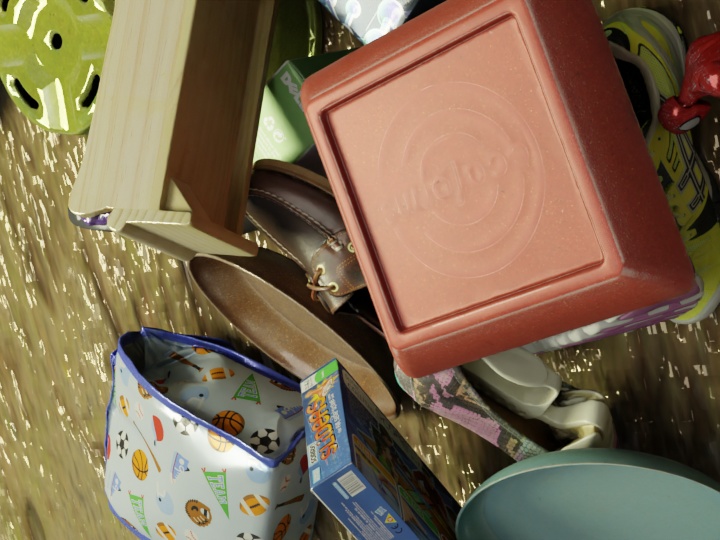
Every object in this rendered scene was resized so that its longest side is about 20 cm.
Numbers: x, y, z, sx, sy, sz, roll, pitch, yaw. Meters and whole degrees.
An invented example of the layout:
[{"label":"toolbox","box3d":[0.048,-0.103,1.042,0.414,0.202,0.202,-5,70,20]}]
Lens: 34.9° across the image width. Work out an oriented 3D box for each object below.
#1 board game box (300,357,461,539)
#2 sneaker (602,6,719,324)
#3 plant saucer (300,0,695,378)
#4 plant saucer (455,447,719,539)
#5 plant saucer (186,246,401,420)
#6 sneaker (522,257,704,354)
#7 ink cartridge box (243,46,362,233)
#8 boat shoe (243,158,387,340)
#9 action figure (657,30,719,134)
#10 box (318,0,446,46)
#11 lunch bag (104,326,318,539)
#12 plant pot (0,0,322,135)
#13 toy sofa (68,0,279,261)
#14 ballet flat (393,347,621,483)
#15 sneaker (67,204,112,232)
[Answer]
[{"label":"board game box","box3d":[0.032,0.170,0.806,0.034,0.135,0.200,-34,113,10]},{"label":"sneaker","box3d":[0.174,-0.059,0.711,0.075,0.076,0.201,-13,98,37]},{"label":"plant saucer","box3d":[0.060,-0.051,0.646,0.199,0.037,0.201,-22,88,36]},{"label":"plant saucer","box3d":[0.164,0.173,0.763,0.199,0.027,0.200,7,139,6]},{"label":"plant saucer","box3d":[-0.043,0.040,0.876,0.200,0.037,0.201,33,161,13]},{"label":"sneaker","box3d":[0.138,0.002,0.718,0.200,0.080,0.089,148,111,-74]},{"label":"ink cartridge box","box3d":[-0.032,-0.108,0.831,0.200,0.104,0.059,-41,79,38]},{"label":"boat shoe","box3d":[0.000,0.000,0.777,0.200,0.070,0.070,31,157,-3]},{"label":"action figure","box3d":[0.260,-0.128,0.629,0.200,0.065,0.099,-39,110,25]},{"label":"box","box3d":[0.011,-0.261,0.749,0.200,0.107,0.149,46,125,15]},{"label":"lunch bag","box3d":[-0.132,0.157,0.980,0.200,0.124,0.170,22,119,22]},{"label":"plant pot","box3d":[-0.162,-0.179,0.854,0.200,0.184,0.201,12,111,33]},{"label":"toy sofa","box3d":[-0.112,-0.112,0.746,0.097,0.083,0.201,3,79,27]},{"label":"ballet flat","box3d":[0.114,0.088,0.747,0.200,0.069,0.071,30,145,-23]},{"label":"sneaker","box3d":[-0.168,-0.071,0.981,0.200,0.072,0.083,1,85,35]}]
